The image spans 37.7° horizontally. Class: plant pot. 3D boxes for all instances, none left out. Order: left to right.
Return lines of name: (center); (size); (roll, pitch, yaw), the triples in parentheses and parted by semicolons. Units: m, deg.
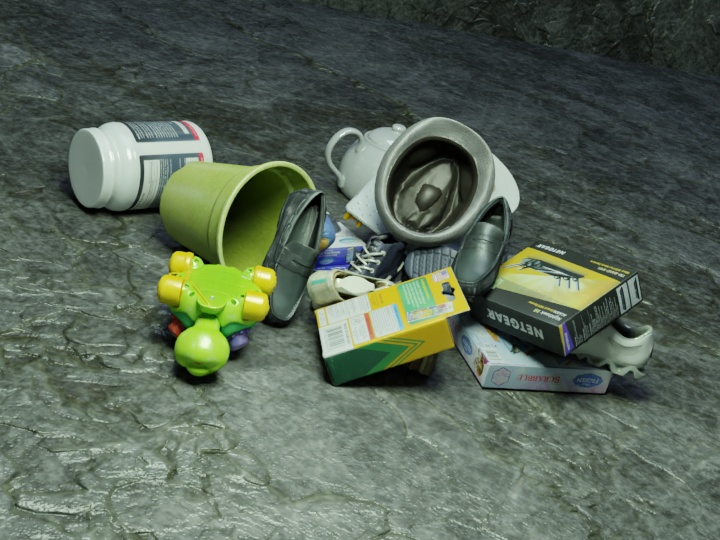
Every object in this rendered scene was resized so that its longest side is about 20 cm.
plant pot: (-0.195, -0.082, 1.581); (0.184, 0.202, 0.200); (19, 22, 38)

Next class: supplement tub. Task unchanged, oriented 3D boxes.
supplement tub: (-0.353, -0.170, 1.706); (0.199, 0.141, 0.140); (-8, 33, -40)

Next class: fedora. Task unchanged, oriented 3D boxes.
fedora: (0.113, -0.130, 1.646); (0.176, 0.201, 0.090); (26, -4, 4)

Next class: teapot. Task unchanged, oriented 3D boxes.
teapot: (0.052, -0.206, 1.995); (0.196, 0.147, 0.200); (20, 26, 13)

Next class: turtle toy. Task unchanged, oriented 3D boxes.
turtle toy: (-0.192, 0.057, 1.360); (0.145, 0.102, 0.200); (11, 25, -2)

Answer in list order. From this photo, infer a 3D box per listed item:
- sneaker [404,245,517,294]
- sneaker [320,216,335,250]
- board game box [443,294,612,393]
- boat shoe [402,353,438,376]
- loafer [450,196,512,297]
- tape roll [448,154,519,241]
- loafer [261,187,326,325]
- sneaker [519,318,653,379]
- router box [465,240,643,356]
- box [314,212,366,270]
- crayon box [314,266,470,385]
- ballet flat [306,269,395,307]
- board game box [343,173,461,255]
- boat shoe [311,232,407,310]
sneaker: (0.166, 0.009, 1.639); (0.199, 0.074, 0.082); (9, -10, 5)
sneaker: (-0.083, -0.097, 1.686); (0.088, 0.076, 0.200); (-6, 32, -35)
board game box: (0.238, 0.107, 1.559); (0.198, 0.041, 0.200); (5, 26, -19)
boat shoe: (0.079, 0.074, 1.505); (0.067, 0.072, 0.200); (15, 27, -2)
loafer: (0.174, -0.036, 1.517); (0.068, 0.071, 0.201); (13, 39, 16)
tape roll: (0.167, -0.142, 1.788); (0.201, 0.071, 0.203); (19, 42, -17)
loafer: (-0.093, -0.022, 1.487); (0.068, 0.202, 0.070); (23, -18, -32)
sneaker: (0.319, 0.082, 1.501); (0.199, 0.089, 0.074); (14, 27, 5)
router box: (0.269, 0.034, 1.491); (0.157, 0.052, 0.200); (-32, 29, -25)
box: (-0.079, -0.057, 1.738); (0.119, 0.042, 0.200); (-5, 29, -36)
crayon box: (0.045, 0.073, 1.413); (0.199, 0.052, 0.126); (-18, 28, 1)
ballet flat: (0.011, 0.038, 1.511); (0.199, 0.068, 0.062); (10, -21, -44)
board game box: (0.091, -0.082, 1.751); (0.200, 0.026, 0.200); (37, 39, 4)
boat shoe: (0.000, 0.000, 1.592); (0.074, 0.093, 0.200); (24, 26, 25)
